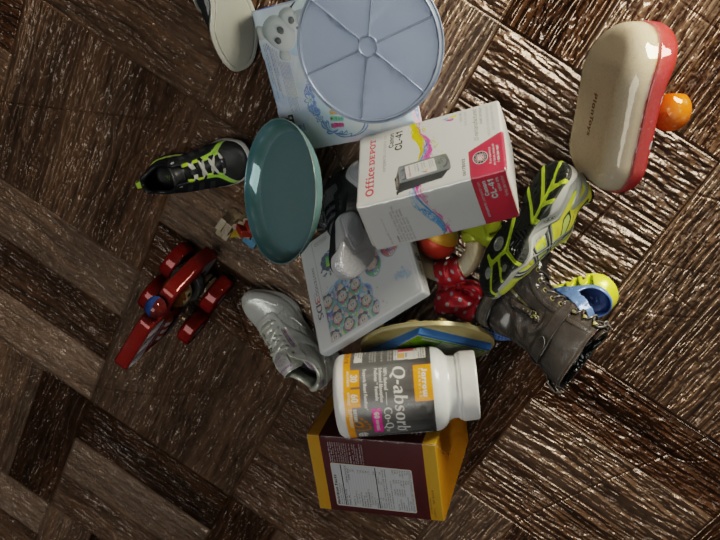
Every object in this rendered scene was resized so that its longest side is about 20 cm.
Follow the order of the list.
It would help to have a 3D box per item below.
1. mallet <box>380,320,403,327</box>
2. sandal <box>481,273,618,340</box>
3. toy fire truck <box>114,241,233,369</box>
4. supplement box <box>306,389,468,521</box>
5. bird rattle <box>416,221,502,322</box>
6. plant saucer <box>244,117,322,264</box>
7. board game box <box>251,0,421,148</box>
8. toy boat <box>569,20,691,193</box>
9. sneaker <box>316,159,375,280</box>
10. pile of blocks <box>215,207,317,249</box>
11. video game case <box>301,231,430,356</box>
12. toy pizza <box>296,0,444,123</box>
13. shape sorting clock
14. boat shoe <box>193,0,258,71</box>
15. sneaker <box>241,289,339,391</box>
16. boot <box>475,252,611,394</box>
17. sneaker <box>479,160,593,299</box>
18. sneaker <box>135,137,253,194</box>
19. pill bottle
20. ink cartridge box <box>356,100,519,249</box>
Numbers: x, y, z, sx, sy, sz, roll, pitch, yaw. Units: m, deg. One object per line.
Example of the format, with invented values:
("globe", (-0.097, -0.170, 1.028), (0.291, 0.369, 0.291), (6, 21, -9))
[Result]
("mallet", (0.031, 0.073, 1.251), (0.196, 0.041, 0.067), (6, 119, 13))
("sandal", (0.261, 0.060, 1.130), (0.198, 0.087, 0.080), (-18, 110, 28))
("toy fire truck", (-0.306, 0.058, 1.287), (0.112, 0.168, 0.200), (39, 121, -2))
("supplement box", (0.048, 0.258, 1.234), (0.197, 0.198, 0.135), (0, 114, 19))
("bird rattle", (0.132, -0.034, 1.147), (0.162, 0.112, 0.202), (34, 132, 19))
("plant saucer", (-0.107, -0.111, 1.128), (0.199, 0.027, 0.204), (9, 102, 53))
("board game box", (-0.030, -0.278, 1.102), (0.196, 0.043, 0.203), (-6, 111, 22))
("toy boat", (0.343, -0.198, 0.976), (0.128, 0.131, 0.203), (-2, 118, -13))
("sneaker", (-0.036, -0.062, 1.130), (0.112, 0.202, 0.076), (-15, 136, 32))
("pile of blocks", (-0.142, -0.062, 1.233), (0.197, 0.062, 0.083), (-11, 110, 25))
("video game case", (0.000, 0.000, 1.164), (0.199, 0.024, 0.184), (-33, 55, 30))
("toy pizza", (0.013, -0.293, 1.039), (0.197, 0.032, 0.203), (6, 115, 14))
("shape sorting clock", (0.098, 0.107, 1.177), (0.196, 0.040, 0.201), (-3, 154, -1))
("boat shoe", (-0.198, -0.378, 1.108), (0.060, 0.073, 0.202), (36, 151, 48))
("sneaker", (-0.118, 0.110, 1.283), (0.200, 0.100, 0.075), (42, 123, -1))
("boot", (0.259, 0.040, 1.062), (0.173, 0.069, 0.202), (35, 101, 42))
("sneaker", (0.227, -0.039, 1.026), (0.076, 0.076, 0.201), (20, 117, -29))
("sneaker", (-0.254, -0.146, 1.223), (0.197, 0.083, 0.073), (-11, 111, 24))
("pill bottle", (0.064, 0.167, 1.117), (0.196, 0.117, 0.118), (-6, 113, 6))
("ink cartridge box", (0.100, -0.124, 1.046), (0.197, 0.149, 0.086), (-12, 135, 15))
